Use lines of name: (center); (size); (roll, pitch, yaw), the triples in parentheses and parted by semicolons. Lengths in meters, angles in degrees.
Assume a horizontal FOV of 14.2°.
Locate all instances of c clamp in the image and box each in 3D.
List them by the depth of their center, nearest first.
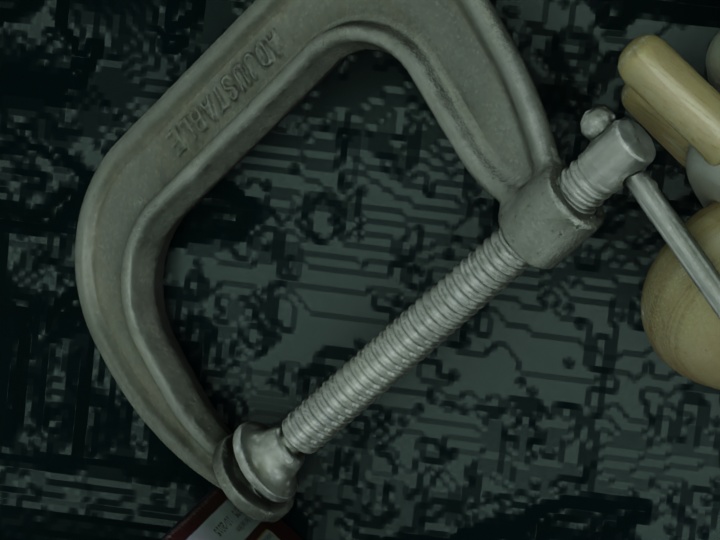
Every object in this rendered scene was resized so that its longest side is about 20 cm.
c clamp: (0.000, 0.000, 0.790); (0.200, 0.027, 0.171); (-36, 74, 35)

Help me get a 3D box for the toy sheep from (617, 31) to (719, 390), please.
toy sheep: (0.154, -0.044, 0.764); (0.200, 0.138, 0.138); (-44, 89, 2)

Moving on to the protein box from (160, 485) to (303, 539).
protein box: (-0.039, 0.204, 0.808); (0.200, 0.135, 0.199); (43, 99, 2)
